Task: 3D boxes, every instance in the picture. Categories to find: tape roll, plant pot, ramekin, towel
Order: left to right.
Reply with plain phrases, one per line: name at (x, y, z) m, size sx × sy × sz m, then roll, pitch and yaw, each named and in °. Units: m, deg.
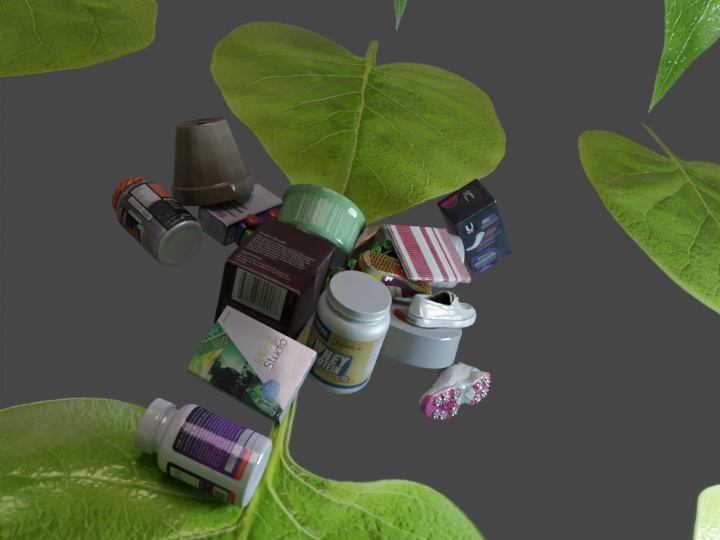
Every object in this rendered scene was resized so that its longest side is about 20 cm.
plant pot at (-0.359, -0.262, 1.718) m, size 0.195 × 0.177 × 0.201 m, roll -6°, pitch 20°, yaw 2°
ramekin at (-0.094, -0.091, 1.606) m, size 0.196 × 0.201 × 0.099 m, roll 20°, pitch 65°, yaw 2°
tape roll at (0.108, 0.128, 1.514) m, size 0.196 × 0.067 × 0.201 m, roll 15°, pitch 15°, yaw -4°
towel at (0.149, -0.034, 1.615) m, size 0.197 × 0.023 × 0.146 m, roll 2°, pitch 54°, yaw -43°

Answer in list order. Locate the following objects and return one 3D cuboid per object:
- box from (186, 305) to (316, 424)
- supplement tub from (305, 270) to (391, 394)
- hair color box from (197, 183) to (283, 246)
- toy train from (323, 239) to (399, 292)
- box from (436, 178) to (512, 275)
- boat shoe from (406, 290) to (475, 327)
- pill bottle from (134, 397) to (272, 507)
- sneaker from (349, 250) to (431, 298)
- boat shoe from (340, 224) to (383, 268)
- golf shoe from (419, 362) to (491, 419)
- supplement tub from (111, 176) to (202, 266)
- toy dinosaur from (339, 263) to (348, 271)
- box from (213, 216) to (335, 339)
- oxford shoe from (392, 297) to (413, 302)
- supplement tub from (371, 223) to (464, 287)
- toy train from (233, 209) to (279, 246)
box at (-0.197, 0.169, 1.337) m, size 0.197 × 0.037 × 0.146 m, roll 25°, pitch 63°, yaw 11°
supplement tub at (-0.025, 0.118, 1.396) m, size 0.142 × 0.203 × 0.146 m, roll 12°, pitch 34°, yaw -8°
hair color box at (-0.284, -0.135, 1.742) m, size 0.099 × 0.061 × 0.199 m, roll 33°, pitch 37°, yaw 23°
toy train at (0.000, 0.000, 1.589) m, size 0.197 × 0.042 × 0.057 m, roll -28°, pitch 64°, yaw -1°
box at (0.289, -0.108, 1.838) m, size 0.121 × 0.201 × 0.107 m, roll -31°, pitch 46°, yaw 0°
boat shoe at (0.173, 0.074, 1.512) m, size 0.197 × 0.067 × 0.072 m, roll 3°, pitch 18°, yaw -39°
pill bottle at (-0.248, 0.279, 1.148) m, size 0.197 × 0.113 × 0.112 m, roll 23°, pitch 34°, yaw 5°
sneaker at (0.061, 0.026, 1.557) m, size 0.198 × 0.090 × 0.076 m, roll 24°, pitch 37°, yaw -29°
boat shoe at (-0.007, -0.075, 1.782) m, size 0.069 × 0.075 × 0.199 m, roll 37°, pitch 38°, yaw 18°
golf shoe at (0.173, 0.236, 1.458) m, size 0.198 × 0.077 × 0.091 m, roll -10°, pitch 32°, yaw -44°
supplement tub at (-0.443, -0.110, 1.577) m, size 0.199 × 0.124 × 0.121 m, roll 39°, pitch 39°, yaw 27°
toy dinosaur at (0.017, 0.037, 1.605) m, size 0.197 × 0.102 × 0.058 m, roll 26°, pitch -6°, yaw 22°
box at (-0.171, 0.029, 1.480) m, size 0.163 × 0.167 × 0.201 m, roll 23°, pitch 34°, yaw 8°
oxford shoe at (0.097, 0.066, 1.662) m, size 0.197 × 0.059 × 0.075 m, roll 28°, pitch -10°, yaw -1°
supplement tub at (0.134, -0.034, 1.743) m, size 0.196 × 0.134 × 0.133 m, roll 6°, pitch 36°, yaw -16°
toy train at (-0.187, -0.074, 1.700) m, size 0.198 × 0.085 × 0.116 m, roll -18°, pitch 63°, yaw -48°
